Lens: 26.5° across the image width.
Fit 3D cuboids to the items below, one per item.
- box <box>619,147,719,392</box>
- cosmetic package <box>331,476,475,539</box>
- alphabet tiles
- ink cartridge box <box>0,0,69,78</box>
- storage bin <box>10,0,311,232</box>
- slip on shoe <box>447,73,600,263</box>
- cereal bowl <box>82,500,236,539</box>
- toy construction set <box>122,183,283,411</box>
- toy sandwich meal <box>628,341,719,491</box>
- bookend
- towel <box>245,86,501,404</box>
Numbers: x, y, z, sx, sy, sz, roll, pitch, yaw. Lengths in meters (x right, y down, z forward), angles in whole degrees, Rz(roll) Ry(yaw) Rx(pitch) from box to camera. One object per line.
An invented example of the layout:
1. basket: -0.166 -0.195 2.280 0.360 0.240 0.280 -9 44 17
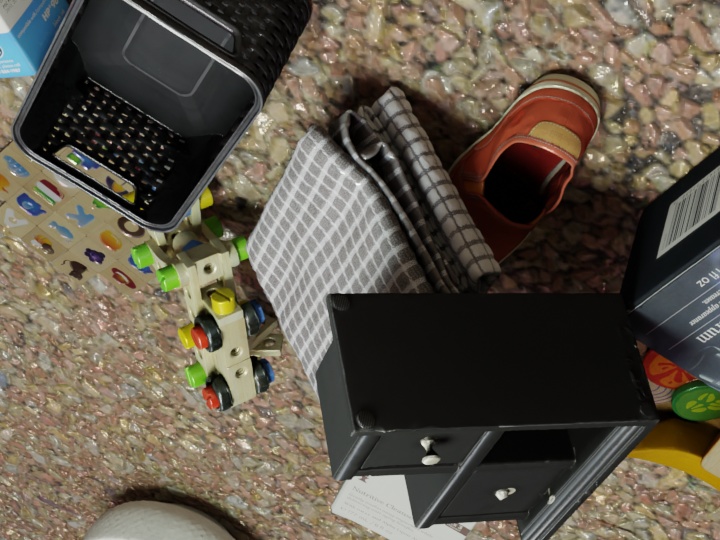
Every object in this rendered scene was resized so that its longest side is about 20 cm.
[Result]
1. box: 0.288 0.014 0.968 0.199 0.108 0.148 31 142 -11
2. cosmetic package: 0.063 0.138 1.213 0.112 0.081 0.201 26 139 2
3. alphabet tiles: -0.220 -0.051 1.248 0.166 0.006 0.199 39 140 -20
4. ink cartridge box: -0.294 -0.225 1.025 0.115 0.068 0.201 0 137 29
5. storage bin: -0.137 -0.133 1.032 0.135 0.094 0.200 32 142 -10
6. slip on shoe: 0.097 -0.052 1.030 0.074 0.062 0.200 27 144 -7
7. cereal bowl: -0.193 0.304 1.599 0.198 0.084 0.201 14 142 12
8. toy construction set: -0.117 0.030 1.196 0.131 0.092 0.201 46 166 43
9. toy sandwich meal: 0.281 0.114 1.123 0.203 0.071 0.206 15 142 12
10. bookend: 0.054 0.104 0.983 0.198 0.093 0.199 1 147 -20
11. towel: 0.000 0.000 1.053 0.167 0.085 0.200 63 149 20
